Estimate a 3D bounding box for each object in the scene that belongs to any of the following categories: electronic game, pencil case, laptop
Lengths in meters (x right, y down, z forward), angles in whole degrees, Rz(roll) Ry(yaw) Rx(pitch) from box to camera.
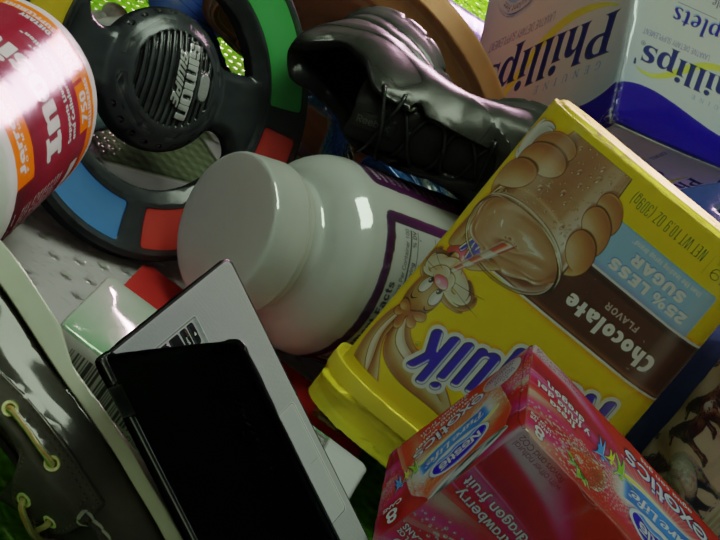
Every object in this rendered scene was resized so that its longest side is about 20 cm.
[{"bbox_3d":[-0.110,-0.104,1.321,0.200,0.200,0.042,18,-10,-38],"label":"electronic game"},{"bbox_3d":[0.179,0.118,1.251,0.078,0.200,0.089,28,25,-21],"label":"pencil case"},{"bbox_3d":[-0.015,0.093,1.015,0.187,0.116,0.200,65,28,-9],"label":"laptop"}]

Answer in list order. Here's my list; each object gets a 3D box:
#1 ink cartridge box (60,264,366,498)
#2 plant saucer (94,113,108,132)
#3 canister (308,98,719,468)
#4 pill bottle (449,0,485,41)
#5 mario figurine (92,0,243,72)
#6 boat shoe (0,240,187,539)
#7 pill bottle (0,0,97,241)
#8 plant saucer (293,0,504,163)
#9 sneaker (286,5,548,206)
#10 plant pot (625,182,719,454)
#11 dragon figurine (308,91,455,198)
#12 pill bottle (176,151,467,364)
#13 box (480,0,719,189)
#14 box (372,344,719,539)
[{"bbox_3d":[-0.066,0.058,1.221,0.161,0.050,0.200,36,24,0],"label":"ink cartridge box"},{"bbox_3d":[-0.224,-0.130,1.372,0.201,0.039,0.201,31,23,-15],"label":"plant saucer"},{"bbox_3d":[0.091,0.030,1.245,0.149,0.200,0.087,39,9,1],"label":"canister"},{"bbox_3d":[0.024,-0.136,1.630,0.200,0.120,0.120,32,23,-13],"label":"pill bottle"},{"bbox_3d":[-0.118,-0.177,1.467,0.200,0.123,0.106,-117,-170,-59],"label":"mario figurine"},{"bbox_3d":[-0.133,0.082,1.058,0.201,0.061,0.072,56,-13,11],"label":"boat shoe"},{"bbox_3d":[-0.206,-0.059,1.160,0.113,0.113,0.200,35,23,-3],"label":"pill bottle"},{"bbox_3d":[0.004,-0.117,1.507,0.200,0.200,0.032,40,57,9],"label":"plant saucer"},{"bbox_3d":[0.039,-0.075,1.330,0.200,0.076,0.091,33,26,26],"label":"sneaker"},{"bbox_3d":[0.192,0.065,1.391,0.180,0.200,0.200,13,31,-30],"label":"plant pot"},{"bbox_3d":[0.020,-0.041,1.466,0.200,0.099,0.059,39,23,6],"label":"dragon figurine"},{"bbox_3d":[0.000,0.000,1.337,0.200,0.112,0.112,19,28,-40],"label":"pill bottle"},{"bbox_3d":[0.163,-0.145,1.522,0.105,0.184,0.200,20,70,-25],"label":"box"},{"bbox_3d":[0.110,0.149,1.167,0.200,0.100,0.095,47,21,-13],"label":"box"}]
